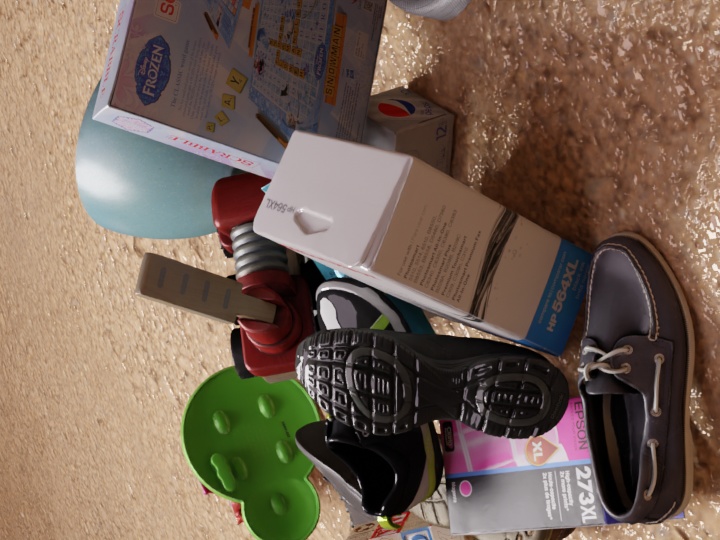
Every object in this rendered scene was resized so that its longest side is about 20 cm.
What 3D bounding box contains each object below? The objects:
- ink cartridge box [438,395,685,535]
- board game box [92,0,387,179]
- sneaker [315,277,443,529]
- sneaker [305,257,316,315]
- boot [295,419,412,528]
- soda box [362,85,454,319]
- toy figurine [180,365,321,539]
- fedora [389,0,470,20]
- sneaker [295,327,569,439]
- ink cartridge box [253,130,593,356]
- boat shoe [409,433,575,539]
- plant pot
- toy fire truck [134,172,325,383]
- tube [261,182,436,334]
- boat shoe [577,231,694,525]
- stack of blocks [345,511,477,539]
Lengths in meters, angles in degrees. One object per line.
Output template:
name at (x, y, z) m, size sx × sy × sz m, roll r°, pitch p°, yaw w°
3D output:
ink cartridge box at (0.145, 0.146, 0.919) m, size 0.200 × 0.037 × 0.095 m, roll -16°, pitch 74°, yaw 43°
board game box at (-0.081, -0.177, 0.916) m, size 0.041 × 0.199 × 0.200 m, roll -16°, pitch 60°, yaw 59°
sneaker at (0.006, 0.104, 0.947) m, size 0.072 × 0.083 × 0.200 m, roll -17°, pitch 98°, yaw 44°
sneaker at (0.008, 0.046, 1.125) m, size 0.085 × 0.073 × 0.200 m, roll -31°, pitch 71°, yaw 24°
boot at (0.002, 0.262, 1.234) m, size 0.200 × 0.069 × 0.174 m, roll 34°, pitch 133°, yaw 41°
soda box at (0.028, -0.046, 1.023) m, size 0.068 × 0.063 × 0.200 m, roll 37°, pitch 136°, yaw 40°
toy figurine at (-0.122, 0.223, 1.353) m, size 0.200 × 0.150 × 0.184 m, roll 65°, pitch 160°, yaw 14°
fedora at (0.063, -0.267, 0.819) m, size 0.177 × 0.090 × 0.200 m, roll 60°, pitch 153°, yaw 18°
sneaker at (0.051, 0.079, 0.905) m, size 0.091 × 0.200 × 0.076 m, roll -63°, pitch -17°, yaw -78°
ink cartridge box at (0.047, -0.019, 0.875) m, size 0.146 × 0.200 × 0.084 m, roll 19°, pitch 85°, yaw 51°
boat shoe at (0.098, 0.186, 1.038) m, size 0.200 × 0.067 × 0.072 m, roll 19°, pitch 99°, yaw 47°
plant pot at (-0.156, -0.113, 1.170) m, size 0.135 × 0.200 × 0.200 m, roll 21°, pitch 128°, yaw 22°
toy fire truck at (-0.100, -0.007, 1.020) m, size 0.200 × 0.128 × 0.176 m, roll 62°, pitch -161°, yaw -72°
tube at (0.000, 0.000, 0.990) m, size 0.077 × 0.050 × 0.200 m, roll -30°, pitch 95°, yaw 27°
boat shoe at (0.182, 0.073, 0.826) m, size 0.073 × 0.063 × 0.200 m, roll -9°, pitch 86°, yaw 43°
stack of blocks at (0.071, 0.322, 1.115) m, size 0.115 × 0.059 × 0.200 m, roll -17°, pitch 95°, yaw 16°
